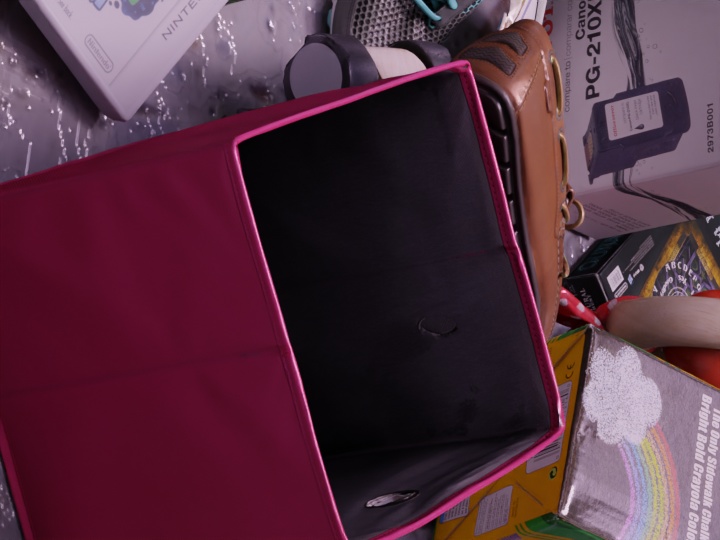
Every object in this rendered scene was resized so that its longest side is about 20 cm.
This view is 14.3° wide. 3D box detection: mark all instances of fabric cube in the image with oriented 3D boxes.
[{"bbox_3d":[-0.051,0.026,1.400,0.196,0.199,0.201,-23,100,-52],"label":"fabric cube"}]

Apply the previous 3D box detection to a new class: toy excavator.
[{"bbox_3d":[0.000,0.000,1.537,0.100,0.194,0.201,0,54,-52],"label":"toy excavator"}]

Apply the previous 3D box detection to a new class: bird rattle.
[{"bbox_3d":[0.191,0.037,1.715,0.200,0.163,0.113,29,64,-36],"label":"bird rattle"}]

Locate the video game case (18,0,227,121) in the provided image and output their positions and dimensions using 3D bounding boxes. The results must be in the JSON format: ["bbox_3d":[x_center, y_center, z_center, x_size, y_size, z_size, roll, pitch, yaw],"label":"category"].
[{"bbox_3d":[-0.113,-0.204,1.431,0.182,0.024,0.200,-51,136,-17],"label":"video game case"}]

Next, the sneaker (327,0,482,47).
[{"bbox_3d":[0.059,-0.184,1.619,0.078,0.091,0.200,41,88,-15],"label":"sneaker"}]

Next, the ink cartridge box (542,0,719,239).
[{"bbox_3d":[0.197,-0.112,1.747,0.084,0.199,0.146,19,67,-45],"label":"ink cartridge box"}]

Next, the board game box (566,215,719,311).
[{"bbox_3d":[0.209,0.016,1.869,0.200,0.028,0.136,-43,116,-48],"label":"board game box"}]

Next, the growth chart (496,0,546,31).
[{"bbox_3d":[0.076,-0.104,1.669,0.145,0.018,0.201,97,16,-54],"label":"growth chart"}]

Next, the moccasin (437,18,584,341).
[{"bbox_3d":[0.078,-0.038,1.492,0.078,0.073,0.202,-42,136,-38],"label":"moccasin"}]

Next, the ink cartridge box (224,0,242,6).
[{"bbox_3d":[0.009,-0.224,1.577,0.200,0.145,0.048,-48,116,-45],"label":"ink cartridge box"}]

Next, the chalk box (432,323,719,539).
[{"bbox_3d":[0.160,0.136,1.666,0.199,0.124,0.125,28,59,-28],"label":"chalk box"}]
